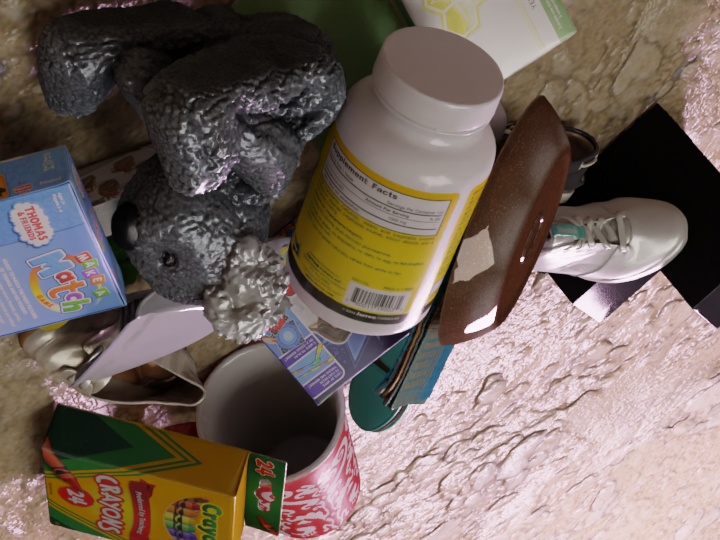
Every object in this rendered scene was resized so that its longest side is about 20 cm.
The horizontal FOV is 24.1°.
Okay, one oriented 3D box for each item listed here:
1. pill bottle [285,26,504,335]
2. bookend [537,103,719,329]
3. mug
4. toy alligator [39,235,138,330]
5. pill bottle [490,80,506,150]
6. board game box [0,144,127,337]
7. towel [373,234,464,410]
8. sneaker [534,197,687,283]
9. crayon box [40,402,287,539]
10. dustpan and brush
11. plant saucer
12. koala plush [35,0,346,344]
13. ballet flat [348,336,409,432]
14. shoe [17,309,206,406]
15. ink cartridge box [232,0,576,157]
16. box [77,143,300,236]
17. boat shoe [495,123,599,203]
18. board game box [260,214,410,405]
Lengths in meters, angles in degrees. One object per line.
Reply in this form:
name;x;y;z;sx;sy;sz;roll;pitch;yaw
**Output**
pill bottle;0.025;-0.061;1.149;0.112;0.113;0.200;-12;140;-35
bookend;0.275;-0.011;1.568;0.199;0.200;0.092;-43;149;11
mug;-0.085;0.159;1.552;0.200;0.177;0.134;72;37;-63
toy alligator;-0.192;0.000;1.249;0.199;0.059;0.054;-26;149;-17
pill bottle;0.045;-0.094;1.286;0.111;0.111;0.201;4;115;-48
board game box;-0.272;-0.004;1.129;0.199;0.037;0.152;-13;146;-1
towel;0.073;0.014;1.318;0.201;0.022;0.147;-65;167;3
sneaker;0.190;-0.029;1.493;0.199;0.076;0.088;-5;171;9
crayon box;-0.166;0.187;1.425;0.199;0.051;0.127;13;141;5
dustpan and brush;-0.125;0.018;1.290;0.199;0.057;0.140;-15;164;-35
plant saucer;0.114;-0.030;1.255;0.201;0.037;0.201;-61;167;-25
koala plush;-0.101;-0.062;1.113;0.183;0.177;0.201;-18;126;-39
ballet flat;0.041;0.081;1.596;0.070;0.067;0.200;-33;155;-33
shoe;-0.193;0.071;1.354;0.070;0.053;0.200;-45;149;15
ink cartridge box;0.032;-0.177;1.174;0.200;0.048;0.146;-34;113;-6
box;-0.137;-0.070;1.229;0.199;0.039;0.042;-22;148;-22
boat shoe;0.138;-0.097;1.437;0.200;0.074;0.060;3;133;-51
board game box;0.000;0.000;1.393;0.200;0.034;0.135;-37;111;5
